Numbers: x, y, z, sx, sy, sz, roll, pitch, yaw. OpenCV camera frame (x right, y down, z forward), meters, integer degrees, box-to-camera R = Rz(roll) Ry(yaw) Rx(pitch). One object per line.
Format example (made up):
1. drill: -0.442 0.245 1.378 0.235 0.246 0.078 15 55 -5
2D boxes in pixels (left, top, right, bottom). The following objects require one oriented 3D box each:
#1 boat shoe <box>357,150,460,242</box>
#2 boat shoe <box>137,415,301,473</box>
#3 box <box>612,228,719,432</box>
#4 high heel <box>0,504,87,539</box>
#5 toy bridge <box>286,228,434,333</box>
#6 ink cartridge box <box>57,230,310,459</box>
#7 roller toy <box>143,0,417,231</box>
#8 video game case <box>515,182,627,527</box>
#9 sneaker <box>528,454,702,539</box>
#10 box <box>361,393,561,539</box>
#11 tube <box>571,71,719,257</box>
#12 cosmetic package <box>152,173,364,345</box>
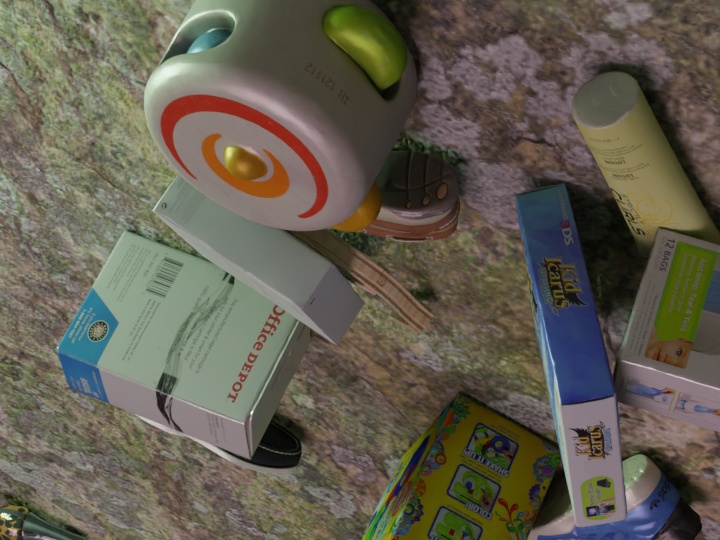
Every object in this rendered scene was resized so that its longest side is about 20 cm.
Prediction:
1. boat shoe: -0.010 -0.063 1.502 0.199 0.076 0.072 18 155 25
2. boat shoe: -0.144 0.153 1.949 0.199 0.076 0.061 22 114 -20
3. box: 0.298 0.061 1.378 0.199 0.113 0.101 17 162 10
4. high heel: -0.467 0.400 2.577 0.142 0.072 0.201 23 134 -5
5. toy bridge: 0.000 0.000 1.586 0.200 0.027 0.067 38 174 -35
6. ink cartridge box: -0.163 0.071 1.757 0.199 0.145 0.084 20 151 13
7. roller toy: -0.062 -0.123 1.381 0.181 0.140 0.200 20 150 12
8. video game case: 0.164 0.067 1.442 0.045 0.201 0.182 -10 142 3
9. sneaker: 0.241 0.249 1.776 0.111 0.077 0.200 45 140 -12
10. box: 0.081 0.259 1.805 0.121 0.193 0.200 29 150 -3
11. tube: 0.211 -0.063 1.351 0.058 0.052 0.200 55 -179 43
12. cosmetic package: -0.081 -0.009 1.566 0.150 0.052 0.200 35 176 12
